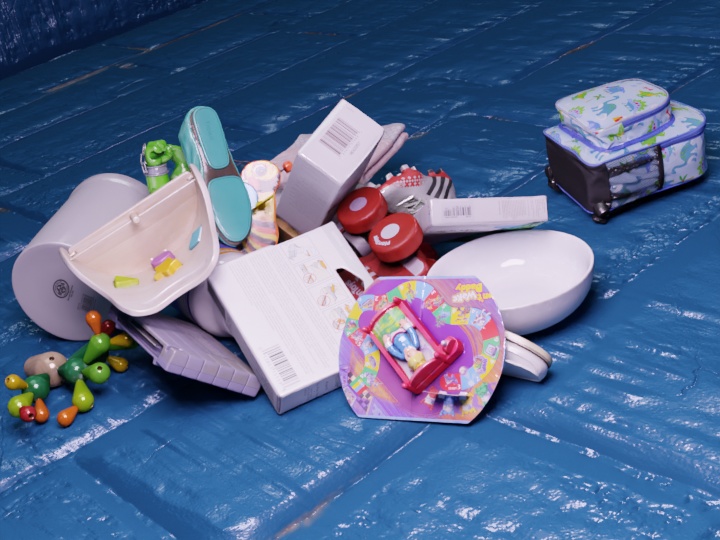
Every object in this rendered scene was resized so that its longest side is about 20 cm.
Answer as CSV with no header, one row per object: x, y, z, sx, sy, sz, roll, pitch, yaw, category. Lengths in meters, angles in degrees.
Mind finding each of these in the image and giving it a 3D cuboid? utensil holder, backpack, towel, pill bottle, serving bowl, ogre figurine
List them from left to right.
-0.379,-0.020,1.576,0.169,0.170,0.200,-5,28,17,utensil holder
-0.247,-0.106,1.563,0.098,0.120,0.200,6,-7,3,ogre figurine
-0.186,0.022,1.456,0.112,0.112,0.200,-26,27,-24,pill bottle
-0.048,-0.172,1.686,0.199,0.032,0.191,-2,27,28,towel
0.180,0.024,1.318,0.199,0.066,0.200,-11,26,5,serving bowl
0.375,-0.180,1.543,0.199,0.147,0.183,-16,28,-11,backpack

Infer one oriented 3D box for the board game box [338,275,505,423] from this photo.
0.054,0.078,1.179,0.199,0.159,0.039,-1,-14,29,board game box

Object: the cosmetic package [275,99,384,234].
-0.042,-0.125,1.433,0.102,0.074,0.200,-52,-3,-21,cosmetic package

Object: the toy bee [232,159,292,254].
-0.141,-0.110,1.547,0.108,0.201,0.131,-14,20,-8,toy bee

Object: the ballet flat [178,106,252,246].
-0.196,-0.121,1.493,0.067,0.201,0.070,-12,-11,-31,ballet flat

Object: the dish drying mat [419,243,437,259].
0.002,0.000,1.514,0.199,0.018,0.077,-19,27,-10,dish drying mat

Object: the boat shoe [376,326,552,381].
0.110,0.093,1.218,0.200,0.075,0.069,15,68,28,boat shoe

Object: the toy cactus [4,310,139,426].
-0.376,0.121,1.392,0.165,0.102,0.200,-2,35,45,toy cactus

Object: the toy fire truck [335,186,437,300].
0.000,0.000,1.411,0.168,0.112,0.200,-39,41,-8,toy fire truck

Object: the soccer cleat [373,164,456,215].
0.081,-0.095,1.532,0.069,0.085,0.200,-35,-12,28,soccer cleat

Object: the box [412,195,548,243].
0.144,-0.063,1.414,0.144,0.036,0.200,-2,-4,-5,box

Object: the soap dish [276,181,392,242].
-0.048,-0.078,1.624,0.157,0.081,0.200,-23,26,-18,soap dish

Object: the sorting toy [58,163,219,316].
-0.241,-0.012,1.337,0.200,0.107,0.180,-34,31,-6,sorting toy

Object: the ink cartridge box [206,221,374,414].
-0.064,0.050,1.311,0.173,0.044,0.200,-22,57,-20,ink cartridge box

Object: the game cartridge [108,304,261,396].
-0.212,0.093,1.330,0.200,0.129,0.038,28,91,55,game cartridge
